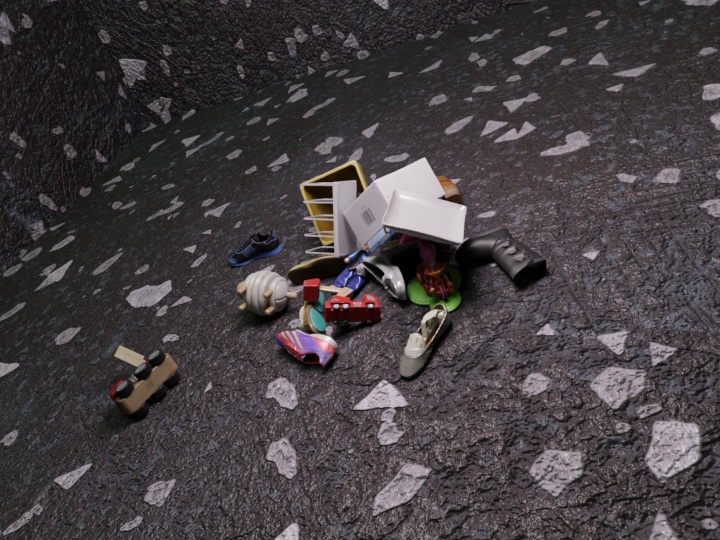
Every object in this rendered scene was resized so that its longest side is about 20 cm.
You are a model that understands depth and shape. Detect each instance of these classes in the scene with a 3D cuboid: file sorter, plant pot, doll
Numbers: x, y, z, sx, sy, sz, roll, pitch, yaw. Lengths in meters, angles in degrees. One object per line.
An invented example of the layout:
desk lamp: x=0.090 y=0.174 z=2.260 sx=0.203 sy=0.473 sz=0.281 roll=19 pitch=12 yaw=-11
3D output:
file sorter: x=-0.089 y=-0.151 z=1.811 sx=0.121 sy=0.207 sz=0.138 roll=2 pitch=10 yaw=24
plant pot: x=-0.048 y=-0.218 z=1.971 sx=0.190 sy=0.199 sz=0.200 roll=-21 pitch=7 yaw=14
doll: x=0.000 y=0.000 z=1.753 sx=0.134 sy=0.049 sz=0.201 roll=22 pitch=58 yaw=28

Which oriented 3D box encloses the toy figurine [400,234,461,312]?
toy figurine: x=0.165 y=-0.020 z=1.554 sx=0.147 sy=0.188 sz=0.201 roll=-24 pitch=32 yaw=-1

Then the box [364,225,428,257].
box: x=0.123 y=-0.095 z=1.658 sx=0.195 sy=0.039 sz=0.136 roll=-12 pitch=-18 yaw=-35

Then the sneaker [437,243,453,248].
sneaker: x=0.225 y=-0.128 z=1.771 sx=0.069 sy=0.074 sz=0.200 roll=-28 pitch=33 yaw=-7

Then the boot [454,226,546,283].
boot: x=0.343 y=-0.022 z=1.558 sx=0.162 sy=0.067 sz=0.201 roll=-29 pitch=37 yaw=-3

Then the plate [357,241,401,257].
plate: x=0.068 y=-0.102 z=1.880 sx=0.195 sy=0.033 sz=0.202 roll=-24 pitch=33 yaw=1

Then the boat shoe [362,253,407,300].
boat shoe: x=0.067 y=0.017 z=1.657 sx=0.063 sy=0.076 sz=0.203 roll=-22 pitch=40 yaw=-10

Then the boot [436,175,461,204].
boot: x=0.202 y=-0.226 z=1.921 sx=0.195 sy=0.078 sz=0.157 roll=-23 pitch=32 yaw=3

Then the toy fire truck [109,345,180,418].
toy fire truck: x=-0.618 y=0.289 z=1.725 sx=0.197 sy=0.130 sz=0.177 roll=-4 pitch=37 yaw=49

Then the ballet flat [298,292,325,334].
ballet flat: x=-0.134 y=0.122 z=1.678 sx=0.072 sy=0.068 sz=0.202 roll=-37 pitch=29 yaw=17

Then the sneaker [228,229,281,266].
sneaker: x=-0.360 y=-0.078 z=2.093 sx=0.194 sy=0.079 sz=0.071 roll=-17 pitch=32 yaw=12

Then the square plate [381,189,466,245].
square plate: x=0.157 y=-0.126 z=1.523 sx=0.192 sy=0.029 sz=0.202 roll=14 pitch=32 yaw=5

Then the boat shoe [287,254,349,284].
boat shoe: x=-0.123 y=-0.019 z=1.852 sx=0.194 sy=0.074 sz=0.066 roll=-12 pitch=37 yaw=17

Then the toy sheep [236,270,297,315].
toy sheep: x=-0.266 y=0.066 z=1.782 sx=0.194 sy=0.141 sz=0.139 roll=11 pitch=44 yaw=22

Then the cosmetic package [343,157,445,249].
cosmetic package: x=0.092 y=-0.180 z=1.724 sx=0.197 sy=0.125 sz=0.199 roll=-30 pitch=-4 yaw=-34

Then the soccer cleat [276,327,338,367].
soccer cleat: x=-0.146 y=0.194 z=1.577 sx=0.195 sy=0.069 sz=0.074 roll=4 pitch=49 yaw=36

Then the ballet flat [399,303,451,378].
ballet flat: x=0.141 y=0.153 z=1.438 sx=0.066 sy=0.065 sz=0.201 roll=8 pitch=46 yaw=41

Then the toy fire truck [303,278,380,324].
toy fire truck: x=-0.050 y=0.078 z=1.630 sx=0.193 sy=0.050 sz=0.142 roll=-1 pitch=31 yaw=-7
